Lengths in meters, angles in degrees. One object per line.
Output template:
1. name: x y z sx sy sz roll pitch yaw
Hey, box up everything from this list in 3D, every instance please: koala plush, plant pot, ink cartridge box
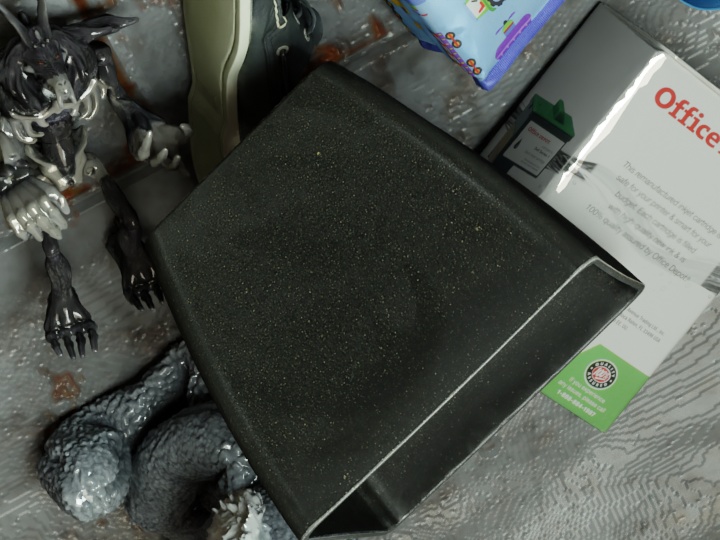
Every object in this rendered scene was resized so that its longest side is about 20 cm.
1. koala plush: -0.055 0.145 1.442 0.184 0.200 0.177 -40 124 7
2. plant pot: 0.006 0.009 1.329 0.200 0.178 0.199 -45 167 7
3. ink cartridge box: 0.140 -0.030 1.471 0.146 0.084 0.200 33 100 -33

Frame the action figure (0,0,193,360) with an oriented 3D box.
1. action figure: -0.147 -0.057 1.346 0.118 0.102 0.201 -27 127 -20

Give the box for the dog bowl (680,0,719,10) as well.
1. dog bowl: 0.202 -0.236 1.360 0.111 0.049 0.201 38 83 -44

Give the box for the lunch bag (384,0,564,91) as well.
1. lunch bag: 0.079 -0.224 1.344 0.200 0.094 0.151 -44 122 -2

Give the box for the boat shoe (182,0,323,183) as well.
1. boat shoe: -0.052 -0.120 1.360 0.066 0.075 0.200 -16 128 -22
